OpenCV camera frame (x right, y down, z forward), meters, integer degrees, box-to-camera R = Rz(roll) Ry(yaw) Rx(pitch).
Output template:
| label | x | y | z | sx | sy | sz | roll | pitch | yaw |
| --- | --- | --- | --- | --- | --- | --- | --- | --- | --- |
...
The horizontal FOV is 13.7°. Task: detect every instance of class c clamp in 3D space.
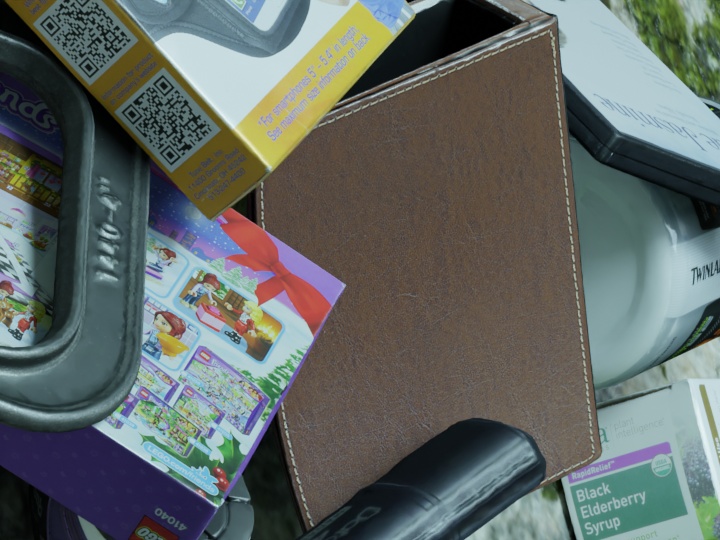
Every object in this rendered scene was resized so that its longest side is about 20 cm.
| label | x | y | z | sx | sy | sz | roll | pitch | yaw |
| --- | --- | --- | --- | --- | --- | --- | --- | --- | --- |
| c clamp | -0.140 | -0.041 | 0.940 | 0.171 | 0.027 | 0.200 | 19 | 46 | -31 |

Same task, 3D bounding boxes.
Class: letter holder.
| label | x | y | z | sx | sy | sz | roll | pitch | yaw |
| --- | --- | --- | --- | --- | --- | --- | --- | --- | --- |
| letter holder | 0.000 | 0.000 | 1.148 | 0.142 | 0.101 | 0.200 | -26 | 125 | -25 |

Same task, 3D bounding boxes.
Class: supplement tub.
| label | x | y | z | sx | sy | sz | roll | pitch | yaw |
| --- | --- | --- | --- | --- | --- | --- | --- | --- | --- |
| supplement tub | 0.131 | -0.018 | 1.405 | 0.200 | 0.123 | 0.123 | -18 | 88 | -60 |

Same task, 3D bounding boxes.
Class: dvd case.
| label | x | y | z | sx | sy | sz | roll | pitch | yaw |
| --- | --- | --- | --- | --- | --- | --- | --- | --- | --- |
| dvd case | 0.098 | -0.094 | 1.321 | 0.143 | 0.018 | 0.200 | 17 | 25 | -46 |

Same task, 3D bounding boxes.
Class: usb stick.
| label | x | y | z | sx | sy | sz | roll | pitch | yaw |
| --- | --- | --- | --- | --- | --- | --- | --- | --- | --- |
| usb stick | -0.014 | 0.113 | 1.074 | 0.200 | 0.055 | 0.033 | -34 | 110 | -31 |

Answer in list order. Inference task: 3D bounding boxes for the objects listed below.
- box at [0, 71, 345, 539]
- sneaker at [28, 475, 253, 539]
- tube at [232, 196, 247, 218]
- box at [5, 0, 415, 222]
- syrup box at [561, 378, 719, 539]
| label | x | y | z | sx | sy | sz | roll | pitch | yaw |
| --- | --- | --- | --- | --- | --- | --- | --- | --- | --- |
| box | -0.114 | -0.003 | 0.982 | 0.200 | 0.039 | 0.137 | 34 | 36 | -2 |
| sneaker | -0.096 | 0.057 | 1.050 | 0.076 | 0.088 | 0.200 | 7 | 41 | -20 |
| tube | -0.055 | -0.035 | 1.190 | 0.200 | 0.052 | 0.058 | 29 | 11 | -45 |
| box | -0.081 | -0.125 | 1.008 | 0.200 | 0.041 | 0.119 | 48 | 40 | -8 |
| syrup box | 0.178 | 0.099 | 1.455 | 0.200 | 0.079 | 0.081 | 3 | 70 | -59 |
